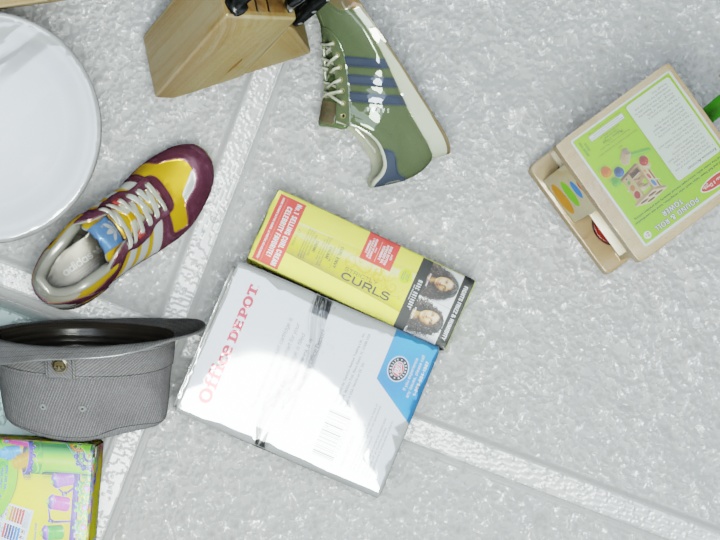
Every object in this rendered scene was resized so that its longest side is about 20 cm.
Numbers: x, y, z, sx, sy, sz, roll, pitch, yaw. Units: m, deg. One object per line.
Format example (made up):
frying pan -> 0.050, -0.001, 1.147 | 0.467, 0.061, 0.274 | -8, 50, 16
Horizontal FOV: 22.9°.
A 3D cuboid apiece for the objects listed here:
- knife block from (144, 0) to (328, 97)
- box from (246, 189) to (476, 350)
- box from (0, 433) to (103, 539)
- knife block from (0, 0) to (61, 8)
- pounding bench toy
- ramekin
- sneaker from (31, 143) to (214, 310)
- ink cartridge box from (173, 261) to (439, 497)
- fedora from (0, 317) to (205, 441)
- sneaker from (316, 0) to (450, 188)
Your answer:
knife block -> -0.116, -0.232, 1.534 | 0.199, 0.176, 0.064 | -17, 71, 11
box -> 0.000, 0.000, 1.618 | 0.199, 0.050, 0.076 | 26, 85, -2
box -> -0.328, 0.242, 1.537 | 0.192, 0.122, 0.201 | 5, 86, -5
knife block -> -0.387, -0.246, 1.579 | 0.200, 0.064, 0.176 | 38, 103, 0
pounding bench toy -> 0.274, -0.108, 1.596 | 0.200, 0.156, 0.124 | -36, 89, -6
ramekin -> -0.327, -0.122, 1.577 | 0.201, 0.094, 0.203 | 0, 87, -5
sneaker -> -0.208, -0.039, 1.583 | 0.200, 0.090, 0.075 | -45, 91, -6
ink cartridge box -> -0.050, 0.097, 1.590 | 0.199, 0.084, 0.145 | 24, 84, -4
fedora -> -0.232, 0.094, 1.535 | 0.199, 0.177, 0.091 | -1, 97, -4
sneaker -> -0.005, -0.165, 1.610 | 0.090, 0.067, 0.201 | -35, 103, -6
